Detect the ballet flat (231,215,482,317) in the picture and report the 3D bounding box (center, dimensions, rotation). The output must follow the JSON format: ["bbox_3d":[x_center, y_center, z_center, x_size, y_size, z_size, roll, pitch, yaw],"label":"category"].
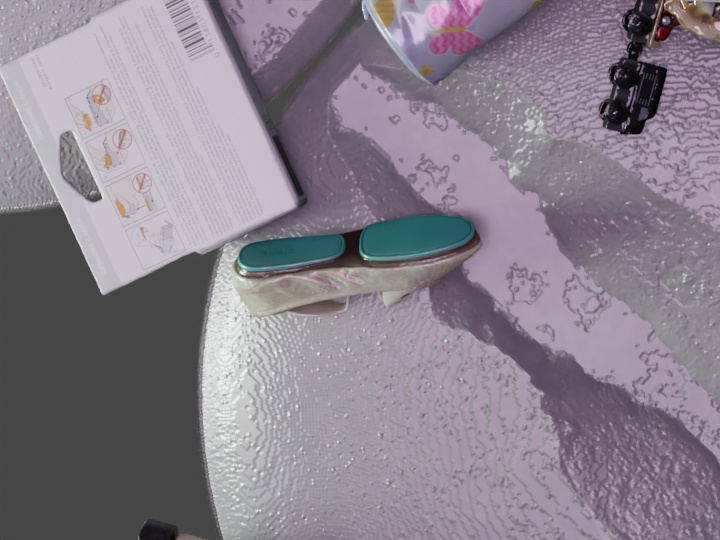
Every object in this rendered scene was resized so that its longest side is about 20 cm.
[{"bbox_3d":[0.000,0.000,1.395,0.198,0.068,0.063,-5,124,13],"label":"ballet flat"}]

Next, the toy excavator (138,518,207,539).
[{"bbox_3d":[-0.143,0.325,1.433,0.099,0.201,0.196,13,55,8],"label":"toy excavator"}]

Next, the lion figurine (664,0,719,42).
[{"bbox_3d":[0.316,-0.235,1.308,0.122,0.073,0.201,36,80,10],"label":"lion figurine"}]

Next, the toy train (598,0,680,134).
[{"bbox_3d":[0.222,-0.197,1.340,0.045,0.034,0.202,13,100,-5],"label":"toy train"}]

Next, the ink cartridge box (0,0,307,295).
[{"bbox_3d":[-0.160,-0.105,1.407,0.172,0.044,0.201,-24,93,12],"label":"ink cartridge box"}]

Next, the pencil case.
[{"bbox_3d":[0.097,-0.226,1.330,0.200,0.083,0.091,-39,114,12],"label":"pencil case"}]

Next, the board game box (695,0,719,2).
[{"bbox_3d":[0.270,-0.282,1.276,0.125,0.035,0.202,5,68,9],"label":"board game box"}]
